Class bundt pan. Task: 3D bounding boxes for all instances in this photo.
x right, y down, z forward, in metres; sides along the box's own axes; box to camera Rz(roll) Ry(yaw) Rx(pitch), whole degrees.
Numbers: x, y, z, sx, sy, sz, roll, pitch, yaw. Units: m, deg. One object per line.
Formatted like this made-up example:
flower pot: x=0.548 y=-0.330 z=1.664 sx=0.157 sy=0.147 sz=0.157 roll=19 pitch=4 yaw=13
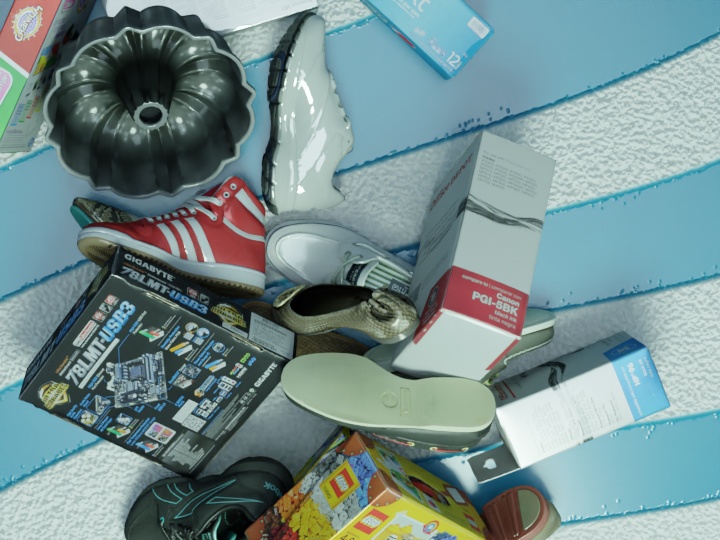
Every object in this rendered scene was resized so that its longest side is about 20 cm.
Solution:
bundt pan: x=-0.203 y=-0.168 z=1.456 sx=0.201 sy=0.076 sz=0.202 roll=-8 pitch=132 yaw=-9

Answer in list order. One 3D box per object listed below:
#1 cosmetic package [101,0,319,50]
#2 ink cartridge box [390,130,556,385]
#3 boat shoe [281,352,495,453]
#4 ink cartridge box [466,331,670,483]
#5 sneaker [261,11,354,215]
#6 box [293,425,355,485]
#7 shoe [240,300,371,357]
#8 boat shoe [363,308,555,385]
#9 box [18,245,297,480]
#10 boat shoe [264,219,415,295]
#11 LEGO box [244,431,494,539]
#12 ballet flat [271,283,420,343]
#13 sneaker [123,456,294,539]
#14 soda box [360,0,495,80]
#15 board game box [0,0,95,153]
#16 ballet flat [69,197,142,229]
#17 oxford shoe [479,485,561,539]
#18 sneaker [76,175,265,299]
cosmetic package: x=-0.147 y=-0.266 z=1.495 sx=0.200 sy=0.051 sz=0.083 roll=-17 pitch=94 yaw=0
ink cartridge box: x=0.107 y=-0.007 z=1.440 sx=0.083 sy=0.147 sz=0.200 roll=20 pitch=61 yaw=-9
boat shoe: x=0.023 y=0.127 z=1.427 sx=0.201 sy=0.063 sz=0.074 roll=10 pitch=55 yaw=-3
ink cartridge box: x=0.191 y=0.134 z=1.514 sx=0.200 sy=0.116 sz=0.068 roll=-23 pitch=95 yaw=0
sneaker: x=-0.049 y=-0.153 z=1.509 sx=0.087 sy=0.075 sz=0.201 roll=2 pitch=103 yaw=-14
box: x=-0.059 y=0.251 z=1.540 sx=0.064 sy=0.070 sz=0.200 roll=39 pitch=93 yaw=-3
shoe: x=-0.044 y=0.095 z=1.540 sx=0.200 sy=0.053 sz=0.070 roll=31 pitch=60 yaw=-9
boat shoe: x=0.103 y=0.087 z=1.525 sx=0.201 sy=0.072 sz=0.060 roll=-15 pitch=106 yaw=-13
box: x=-0.194 y=0.093 z=1.464 sx=0.198 sy=0.050 sz=0.200 roll=28 pitch=125 yaw=-18
boat shoe: x=0.000 y=0.000 z=1.518 sx=0.200 sy=0.067 sz=0.074 roll=17 pitch=95 yaw=-4
LEGO box: x=0.013 y=0.256 z=1.460 sx=0.149 sy=0.077 sz=0.200 roll=-43 pitch=138 yaw=11
ballet flat: x=-0.021 y=0.031 z=1.434 sx=0.067 sy=0.200 sz=0.046 roll=-46 pitch=119 yaw=-24
sneaker: x=-0.160 y=0.242 z=1.502 sx=0.200 sy=0.079 sz=0.075 roll=-25 pitch=117 yaw=28
soda box: x=0.035 y=-0.276 z=1.491 sx=0.200 sy=0.068 sz=0.064 roll=43 pitch=92 yaw=-5
board game box: x=-0.306 y=-0.209 z=1.445 sx=0.040 sy=0.153 sz=0.200 roll=25 pitch=94 yaw=-2
ballet flat: x=-0.209 y=0.000 z=1.520 sx=0.075 sy=0.068 sz=0.200 roll=-34 pitch=102 yaw=-20
oxford shoe: x=0.115 y=0.290 z=1.552 sx=0.200 sy=0.075 sz=0.071 roll=-29 pitch=54 yaw=18
sneaker: x=-0.176 y=-0.046 z=1.473 sx=0.200 sy=0.071 sz=0.113 roll=16 pitch=72 yaw=-35
